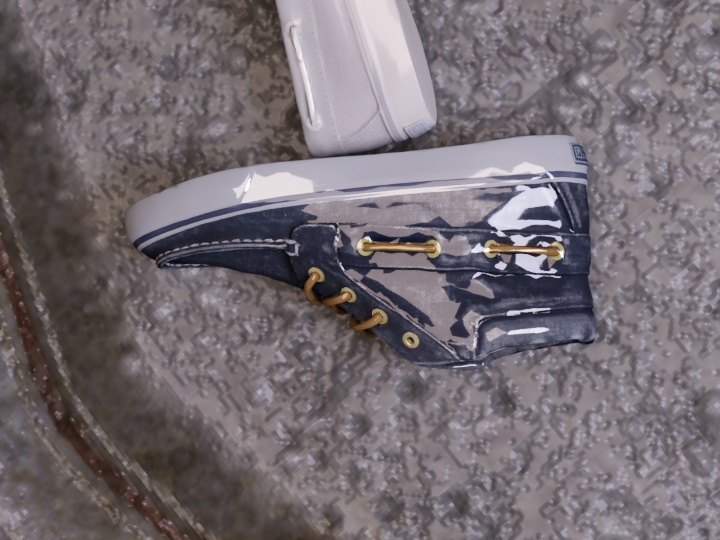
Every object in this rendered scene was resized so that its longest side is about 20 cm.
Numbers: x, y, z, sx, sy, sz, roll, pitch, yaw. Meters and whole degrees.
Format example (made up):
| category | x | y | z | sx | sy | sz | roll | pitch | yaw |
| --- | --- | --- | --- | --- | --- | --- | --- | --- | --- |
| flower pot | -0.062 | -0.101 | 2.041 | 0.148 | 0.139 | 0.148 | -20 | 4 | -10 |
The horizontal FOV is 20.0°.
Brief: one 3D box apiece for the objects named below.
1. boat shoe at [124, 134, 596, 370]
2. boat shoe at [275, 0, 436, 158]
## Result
| category | x | y | z | sx | sy | sz | roll | pitch | yaw |
| --- | --- | --- | --- | --- | --- | --- | --- | --- | --- |
| boat shoe | 0.000 | 0.000 | 0.858 | 0.199 | 0.071 | 0.091 | -7 | 84 | 7 |
| boat shoe | -0.028 | -0.145 | 0.874 | 0.068 | 0.072 | 0.201 | -19 | 95 | 9 |
